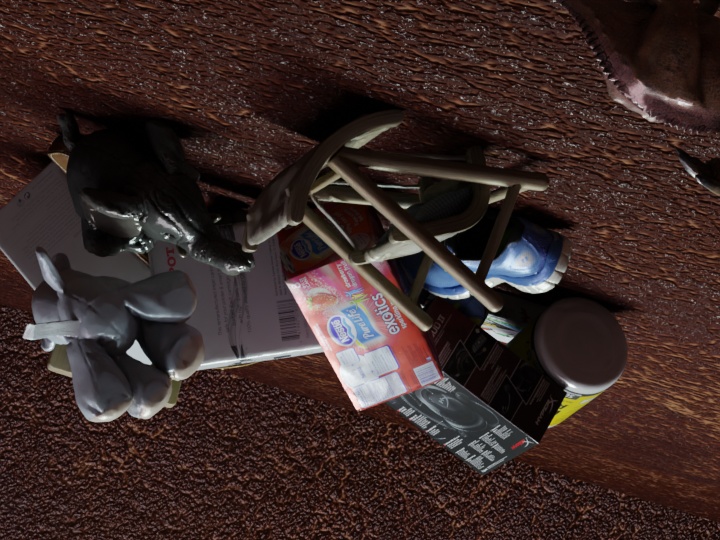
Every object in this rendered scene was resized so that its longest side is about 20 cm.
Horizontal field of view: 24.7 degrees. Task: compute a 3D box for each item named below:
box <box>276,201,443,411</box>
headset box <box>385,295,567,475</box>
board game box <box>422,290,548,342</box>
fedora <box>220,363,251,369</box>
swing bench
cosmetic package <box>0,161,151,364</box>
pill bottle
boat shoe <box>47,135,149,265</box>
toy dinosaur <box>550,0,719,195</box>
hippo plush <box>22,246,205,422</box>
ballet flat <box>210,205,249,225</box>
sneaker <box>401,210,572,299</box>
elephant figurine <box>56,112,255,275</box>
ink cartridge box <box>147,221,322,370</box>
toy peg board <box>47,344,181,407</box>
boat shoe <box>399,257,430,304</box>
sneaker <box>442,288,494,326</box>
[{"bbox_3d":[0.000,0.031,1.641,0.099,0.096,0.200,-22,129,7],"label":"box"},{"bbox_3d":[0.102,0.123,1.809,0.200,0.077,0.149,37,151,-4],"label":"headset box"},{"bbox_3d":[0.154,0.052,1.976,0.199,0.035,0.126,17,168,-5],"label":"board game box"},{"bbox_3d":[-0.171,0.052,2.252,0.200,0.201,0.082,11,129,27],"label":"fedora"},{"bbox_3d":[0.021,-0.050,1.405,0.199,0.130,0.199,24,169,-12],"label":"swing bench"},{"bbox_3d":[-0.313,0.003,1.958,0.200,0.123,0.199,46,178,17],"label":"cosmetic package"},{"bbox_3d":[0.213,0.116,1.877,0.111,0.112,0.200,18,152,-11],"label":"pill bottle"},{"bbox_3d":[-0.261,-0.069,1.795,0.200,0.074,0.075,40,155,-32],"label":"boat shoe"},{"bbox_3d":[0.175,-0.100,0.871,0.199,0.136,0.086,19,169,-14],"label":"toy dinosaur"},{"bbox_3d":[-0.271,0.066,1.653,0.199,0.160,0.161,9,177,-32],"label":"hippo plush"},{"bbox_3d":[-0.179,-0.037,1.926,0.068,0.068,0.200,-11,171,-19],"label":"ballet flat"},{"bbox_3d":[0.107,-0.026,1.579,0.089,0.079,0.200,35,154,-32],"label":"sneaker"},{"bbox_3d":[-0.201,-0.076,1.602,0.154,0.142,0.200,5,-178,-27],"label":"elephant figurine"},{"bbox_3d":[-0.122,0.025,1.768,0.199,0.146,0.083,-8,174,-7],"label":"ink cartridge box"},{"bbox_3d":[-0.337,0.071,2.447,0.198,0.201,0.098,19,152,-16],"label":"toy peg board"},{"bbox_3d":[0.000,0.000,1.846,0.084,0.069,0.200,25,167,-39],"label":"boat shoe"},{"bbox_3d":[0.109,0.052,1.864,0.071,0.083,0.200,37,153,1],"label":"sneaker"}]
